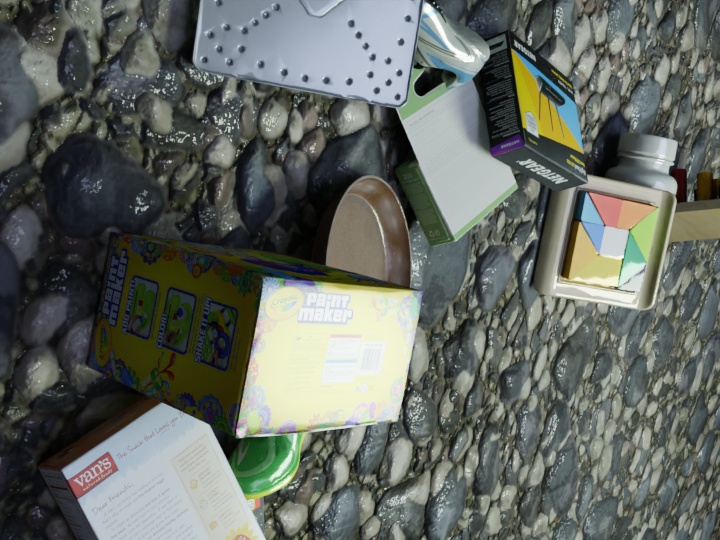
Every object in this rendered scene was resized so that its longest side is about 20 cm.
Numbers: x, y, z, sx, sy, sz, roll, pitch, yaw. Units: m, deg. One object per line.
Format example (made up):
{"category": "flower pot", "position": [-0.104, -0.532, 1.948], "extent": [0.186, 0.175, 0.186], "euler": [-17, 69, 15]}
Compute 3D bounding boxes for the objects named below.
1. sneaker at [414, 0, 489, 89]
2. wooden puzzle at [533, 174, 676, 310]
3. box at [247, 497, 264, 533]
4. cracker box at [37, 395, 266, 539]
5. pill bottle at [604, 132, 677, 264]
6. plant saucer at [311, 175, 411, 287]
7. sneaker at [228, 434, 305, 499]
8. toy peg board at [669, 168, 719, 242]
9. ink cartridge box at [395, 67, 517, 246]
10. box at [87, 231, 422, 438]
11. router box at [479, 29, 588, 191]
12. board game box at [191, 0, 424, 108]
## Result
{"category": "sneaker", "position": [0.059, -0.258, 0.934], "extent": [0.199, 0.072, 0.073], "euler": [28, 114, -39]}
{"category": "wooden puzzle", "position": [0.368, -0.042, 1.314], "extent": [0.199, 0.037, 0.186], "euler": [9, 96, -15]}
{"category": "box", "position": [-0.156, 0.314, 0.880], "extent": [0.136, 0.038, 0.201], "euler": [-18, 115, -45]}
{"category": "cracker box", "position": [-0.171, 0.218, 0.770], "extent": [0.134, 0.058, 0.201], "euler": [-33, 106, -39]}
{"category": "pill bottle", "position": [0.438, -0.111, 1.400], "extent": [0.114, 0.114, 0.201], "euler": [4, 98, -50]}
{"category": "plant saucer", "position": [0.000, 0.000, 0.942], "extent": [0.200, 0.034, 0.202], "euler": [-2, 92, -61]}
{"category": "sneaker", "position": [-0.081, 0.142, 0.894], "extent": [0.200, 0.074, 0.084], "euler": [-54, 139, -38]}
{"category": "toy peg board", "position": [0.598, -0.124, 1.538], "extent": [0.199, 0.198, 0.099], "euler": [17, 73, -51]}
{"category": "ink cartridge box", "position": [0.097, -0.151, 1.035], "extent": [0.145, 0.048, 0.201], "euler": [-38, 107, -37]}
{"category": "box", "position": [-0.088, 0.051, 0.757], "extent": [0.199, 0.192, 0.123], "euler": [6, 96, -51]}
{"category": "router box", "position": [0.220, -0.195, 1.115], "extent": [0.200, 0.051, 0.150], "euler": [13, 68, -54]}
{"category": "board game box", "position": [-0.038, -0.259, 0.777], "extent": [0.199, 0.026, 0.201], "euler": [7, 97, -19]}
